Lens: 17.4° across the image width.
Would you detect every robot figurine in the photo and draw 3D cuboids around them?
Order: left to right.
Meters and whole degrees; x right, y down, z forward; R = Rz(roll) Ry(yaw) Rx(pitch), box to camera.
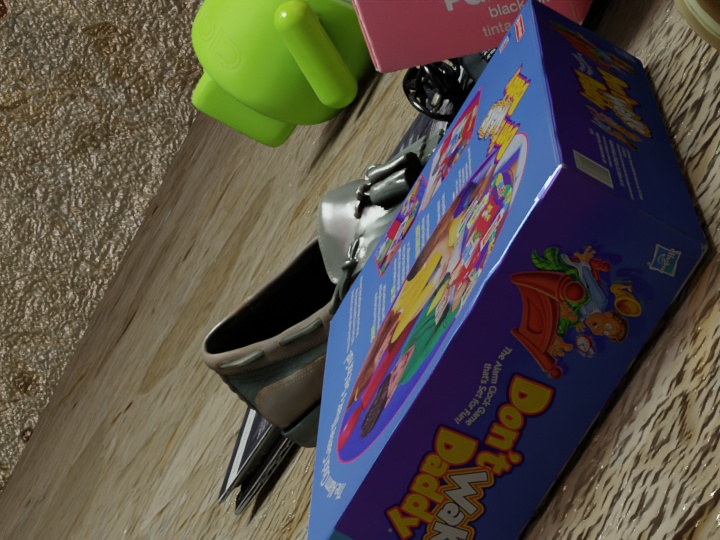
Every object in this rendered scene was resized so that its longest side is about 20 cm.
[{"bbox_3d":[-0.033,-0.176,1.519,0.200,0.116,0.176,-56,11,31],"label":"robot figurine"}]

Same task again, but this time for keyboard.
[{"bbox_3d":[0.050,-0.107,0.978,0.104,0.040,0.200,-52,11,7],"label":"keyboard"}]

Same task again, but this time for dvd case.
[{"bbox_3d":[0.000,0.000,1.066,0.200,0.016,0.149,-55,10,31],"label":"dvd case"}]

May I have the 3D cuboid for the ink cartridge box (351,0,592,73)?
[{"bbox_3d":[0.027,-0.194,0.858,0.083,0.200,0.147,-11,23,21],"label":"ink cartridge box"}]

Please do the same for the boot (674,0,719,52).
[{"bbox_3d":[0.112,-0.111,0.561,0.200,0.072,0.155,-58,7,-20],"label":"boot"}]

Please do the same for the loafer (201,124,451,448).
[{"bbox_3d":[-0.003,0.001,0.910,0.200,0.063,0.072,-53,12,46],"label":"loafer"}]

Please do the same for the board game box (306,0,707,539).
[{"bbox_3d":[0.038,0.006,0.701,0.135,0.045,0.200,-58,8,17],"label":"board game box"}]
